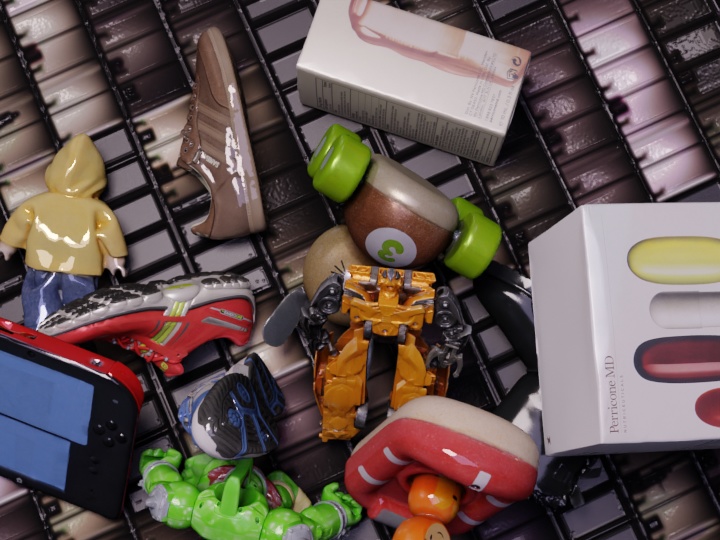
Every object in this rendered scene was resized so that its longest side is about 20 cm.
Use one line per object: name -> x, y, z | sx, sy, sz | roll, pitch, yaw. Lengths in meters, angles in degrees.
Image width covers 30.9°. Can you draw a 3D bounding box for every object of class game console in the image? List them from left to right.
game console -> -0.290, 0.126, 1.140 | 0.198, 0.031, 0.178 | 21, 124, 5

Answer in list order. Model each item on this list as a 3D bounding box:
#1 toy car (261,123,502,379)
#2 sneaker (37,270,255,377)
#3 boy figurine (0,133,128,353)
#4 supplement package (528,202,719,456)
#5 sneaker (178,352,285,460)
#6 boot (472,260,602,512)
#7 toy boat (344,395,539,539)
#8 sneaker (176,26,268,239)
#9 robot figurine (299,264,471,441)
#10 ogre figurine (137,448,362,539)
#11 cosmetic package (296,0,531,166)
toy car -> 0.000, 0.000, 1.161 | 0.163, 0.158, 0.201 | 29, 98, -11
sneaker -> -0.184, 0.055, 1.158 | 0.198, 0.077, 0.086 | -9, 100, -24
boy figurine -> -0.276, -0.026, 1.202 | 0.123, 0.064, 0.202 | 2, 79, -2
supplement package -> 0.260, 0.051, 1.079 | 0.198, 0.147, 0.193 | -2, 79, -10
sneaker -> -0.116, 0.130, 1.113 | 0.077, 0.200, 0.076 | -31, 91, 7
boot -> 0.148, 0.105, 1.173 | 0.198, 0.073, 0.163 | 35, 86, 6
toy boat -> 0.061, 0.192, 1.078 | 0.130, 0.200, 0.132 | 23, 57, -12
sneaker -> -0.140, -0.128, 1.215 | 0.075, 0.070, 0.202 | -13, 80, 0
robot figurine -> 0.018, 0.072, 1.121 | 0.143, 0.201, 0.058 | 7, 40, 1
ogre figurine -> -0.107, 0.201, 1.127 | 0.199, 0.120, 0.099 | 33, 101, 3
cosmetic package -> 0.048, -0.178, 1.205 | 0.198, 0.103, 0.088 | 18, 79, 2
